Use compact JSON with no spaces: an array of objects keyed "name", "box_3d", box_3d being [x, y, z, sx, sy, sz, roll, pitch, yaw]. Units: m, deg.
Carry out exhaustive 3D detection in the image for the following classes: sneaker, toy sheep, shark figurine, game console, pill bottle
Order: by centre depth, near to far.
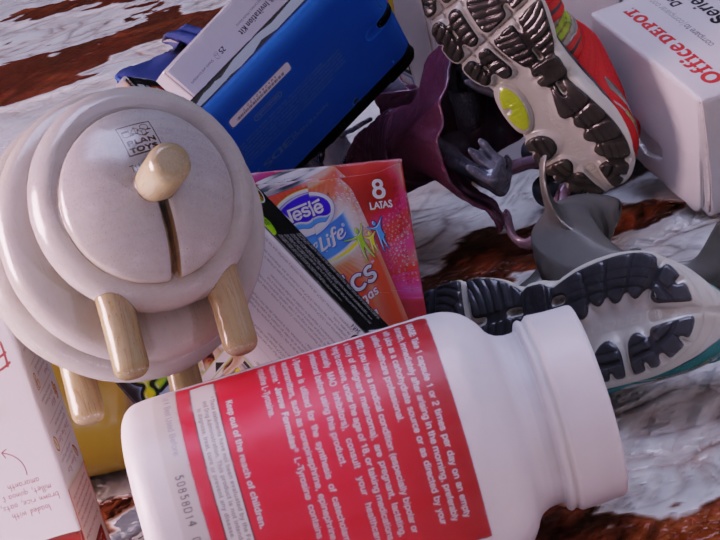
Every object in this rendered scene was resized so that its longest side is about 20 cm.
[{"name":"pill bottle","box_3d":[0.007,0.083,0.991,0.199,0.113,0.112,-17,15,-1]},{"name":"toy sheep","box_3d":[-0.100,-0.013,1.001,0.137,0.139,0.200,-24,-6,-28]},{"name":"sneaker","box_3d":[0.099,0.041,1.159,0.199,0.078,0.079,-10,-13,37]},{"name":"shark figurine","box_3d":[0.132,-0.024,1.290,0.127,0.090,0.214,-23,15,-18]},{"name":"sneaker","box_3d":[0.104,-0.138,1.411,0.077,0.201,0.085,-25,14,28]},{"name":"game console","box_3d":[-0.078,-0.106,1.422,0.200,0.171,0.118,-47,59,-8]}]

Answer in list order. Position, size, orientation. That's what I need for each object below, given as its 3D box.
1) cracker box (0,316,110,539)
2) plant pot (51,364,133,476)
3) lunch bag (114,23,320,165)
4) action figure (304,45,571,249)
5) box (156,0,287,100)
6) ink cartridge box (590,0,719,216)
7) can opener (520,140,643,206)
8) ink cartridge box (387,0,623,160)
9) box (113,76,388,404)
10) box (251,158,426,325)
[{"name":"cracker box","box_3d":[-0.208,0.071,1.082,0.133,0.201,0.058,-16,14,5]},{"name":"plant pot","box_3d":[-0.211,0.041,1.245,0.187,0.202,0.201,0,15,-3]},{"name":"lunch bag","box_3d":[-0.101,-0.121,1.766,0.135,0.133,0.200,-21,17,-18]},{"name":"action figure","box_3d":[0.038,-0.083,1.505,0.200,0.149,0.134,-24,32,57]},{"name":"box","box_3d":[-0.087,-0.149,1.571,0.200,0.041,0.156,-51,3,-33]},{"name":"ink cartridge box","box_3d":[0.262,-0.129,1.451,0.199,0.084,0.145,-20,34,-15]},{"name":"can opener","box_3d":[0.199,-0.098,1.533,0.199,0.054,0.067,-27,18,-30]},{"name":"ink cartridge box","box_3d":[0.098,-0.167,1.699,0.146,0.146,0.200,-18,16,-10]},{"name":"box","box_3d":[-0.073,0.016,1.095,0.110,0.200,0.035,-48,-15,16]},{"name":"box","box_3d":[-0.043,0.007,1.214,0.095,0.100,0.200,-8,-4,-19]}]
